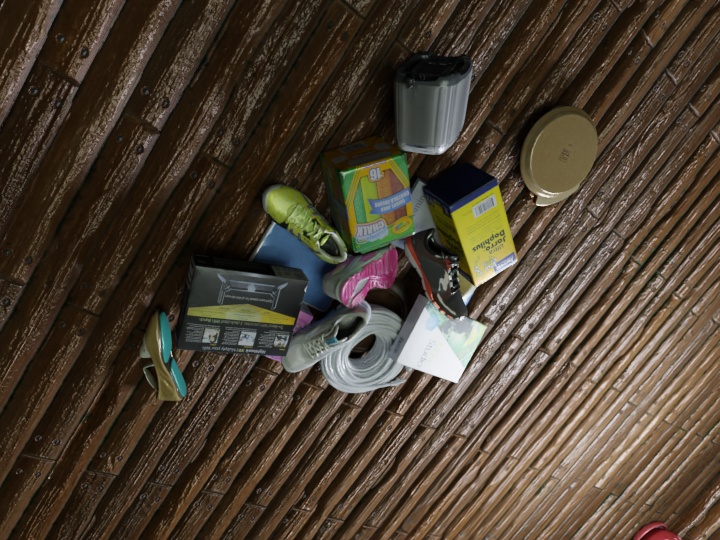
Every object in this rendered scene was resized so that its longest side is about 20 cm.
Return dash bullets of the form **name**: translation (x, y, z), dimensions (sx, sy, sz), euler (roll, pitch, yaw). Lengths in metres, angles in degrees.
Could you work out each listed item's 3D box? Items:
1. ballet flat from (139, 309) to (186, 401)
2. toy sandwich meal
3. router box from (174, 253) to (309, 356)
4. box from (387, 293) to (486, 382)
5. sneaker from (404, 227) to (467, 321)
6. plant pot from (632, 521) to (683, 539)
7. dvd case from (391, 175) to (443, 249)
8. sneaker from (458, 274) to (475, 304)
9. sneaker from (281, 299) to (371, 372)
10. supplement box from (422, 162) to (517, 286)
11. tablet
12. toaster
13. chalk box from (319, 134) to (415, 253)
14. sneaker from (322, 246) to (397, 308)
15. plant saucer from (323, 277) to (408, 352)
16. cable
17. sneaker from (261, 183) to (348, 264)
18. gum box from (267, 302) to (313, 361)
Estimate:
- **ballet flat**: translation (-0.373, 0.164, 0.991), dimensions (0.062, 0.069, 0.202), euler (-6, 118, -5)
- **toy sandwich meal**: translation (0.403, -0.240, 1.117), dimensions (0.203, 0.070, 0.207), euler (-8, 115, -17)
- **router box**: translation (-0.206, 0.065, 0.935), dimensions (0.198, 0.052, 0.158), euler (9, 111, -27)
- **box**: translation (0.165, 0.147, 1.129), dimensions (0.199, 0.036, 0.145), euler (24, 95, -38)
- **sneaker**: translation (0.164, 0.007, 1.056), dimensions (0.082, 0.077, 0.201), euler (-31, 94, 32)
- **plant pot**: translation (1.180, 1.108, 2.099), dimensions (0.199, 0.183, 0.202), euler (-10, 119, -18)
- **dvd case**: translation (0.152, -0.092, 1.111), dimensions (0.199, 0.018, 0.143), euler (23, 106, -31)
- **sneaker**: translation (0.189, 0.100, 1.198), dimensions (0.200, 0.077, 0.111), euler (-46, 137, -10)
- **sneaker**: translation (-0.066, 0.124, 0.995), dimensions (0.199, 0.087, 0.075), euler (-37, 100, 2)
- **supplement box**: translation (0.218, -0.090, 1.064), dimensions (0.109, 0.109, 0.201), euler (-31, 124, -6)
- **tablet**: translation (-0.112, -0.010, 1.036), dimensions (0.199, 0.014, 0.131), euler (29, 96, -34)
- **toaster**: translation (0.119, -0.281, 0.903), dimensions (0.113, 0.200, 0.130), euler (11, 126, 17)
- **chalk box**: translation (0.016, -0.119, 0.973), dimensions (0.124, 0.124, 0.201), euler (-20, 122, -13)
- **sneaker**: translation (0.000, 0.000, 1.045), dimensions (0.199, 0.088, 0.082), euler (-25, 123, -47)
- **plant saucer**: translation (0.018, 0.098, 1.147), dimensions (0.198, 0.032, 0.202), euler (-10, 119, -18)
- **cable**: translation (0.008, 0.161, 1.116), dimensions (0.198, 0.069, 0.202), euler (-11, 119, -17)
- **sneaker**: translation (-0.091, -0.084, 0.965), dimensions (0.200, 0.076, 0.076), euler (39, 84, -33)
- **gum box**: translation (-0.196, 0.085, 1.023), dimensions (0.199, 0.066, 0.114), euler (29, 101, -32)
